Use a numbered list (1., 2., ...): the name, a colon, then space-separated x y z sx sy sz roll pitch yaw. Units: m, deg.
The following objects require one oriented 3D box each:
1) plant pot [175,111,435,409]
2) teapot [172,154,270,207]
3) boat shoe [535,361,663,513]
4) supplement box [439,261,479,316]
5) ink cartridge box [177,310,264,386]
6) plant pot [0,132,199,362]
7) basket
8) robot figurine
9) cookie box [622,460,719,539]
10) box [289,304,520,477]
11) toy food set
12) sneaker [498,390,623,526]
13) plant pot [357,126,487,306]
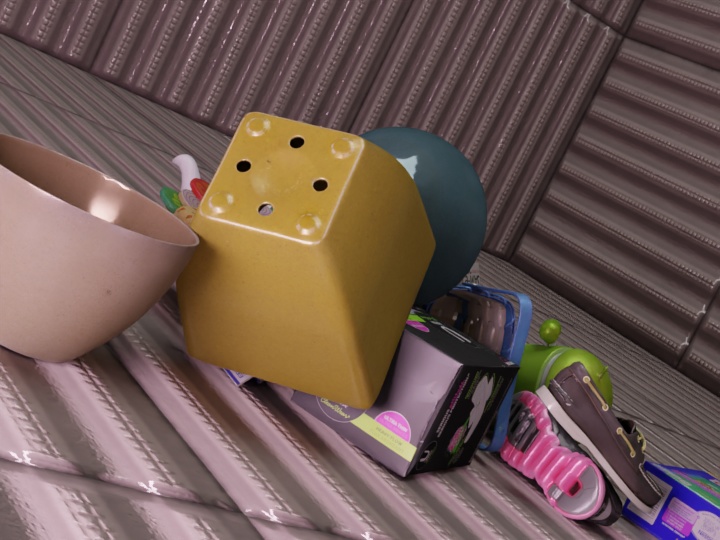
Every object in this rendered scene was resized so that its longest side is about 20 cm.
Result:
1. plant pot: -0.055 -0.029 1.180 0.192 0.197 0.201 15 -30 16
2. teapot: -0.131 -0.062 1.658 0.198 0.148 0.197 13 5 -26
3. boat shoe: 0.270 0.181 1.410 0.201 0.060 0.072 47 4 -22
4. supplement box: 0.056 0.028 1.783 0.197 0.075 0.126 -3 -1 14
5. ink cartridge box: -0.084 0.042 1.322 0.199 0.039 0.100 -30 73 -36
6. plant pot: -0.246 -0.007 1.053 0.198 0.136 0.200 26 8 -4
7. basket: 0.120 0.096 1.514 0.138 0.179 0.200 11 7 -26
8. robot figurine: 0.220 0.149 1.601 0.115 0.178 0.199 -1 2 -43
9. cookie box: 0.431 0.307 1.572 0.170 0.076 0.199 32 8 37
10. box: 0.049 0.114 1.332 0.148 0.125 0.200 30 7 22
11. toy food set: -0.129 -0.038 1.444 0.198 0.049 0.198 20 20 -25
12. sneaker: 0.225 0.216 1.479 0.095 0.079 0.200 30 16 -39
13. plant pot: 0.026 -0.066 1.415 0.199 0.202 0.135 30 2 18
